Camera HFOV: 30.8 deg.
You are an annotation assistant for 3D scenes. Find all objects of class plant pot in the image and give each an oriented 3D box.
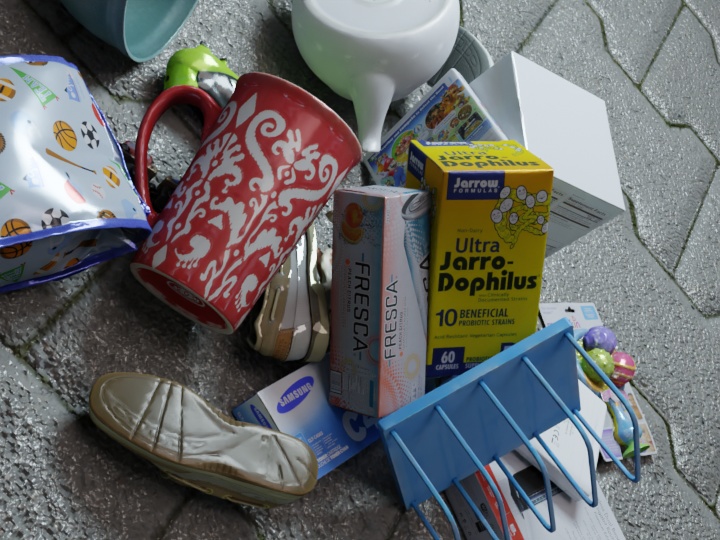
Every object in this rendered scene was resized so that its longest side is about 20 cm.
[{"bbox_3d":[-0.227,-0.315,1.224,0.134,0.201,0.200,26,41,7],"label":"plant pot"}]

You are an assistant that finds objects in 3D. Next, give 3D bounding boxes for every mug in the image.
[{"bbox_3d":[-0.121,-0.061,1.163,0.200,0.177,0.134,-59,147,-17],"label":"mug"}]

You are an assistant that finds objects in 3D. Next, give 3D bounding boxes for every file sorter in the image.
[{"bbox_3d":[0.139,0.167,1.182,0.200,0.139,0.123,-28,49,-10],"label":"file sorter"}]

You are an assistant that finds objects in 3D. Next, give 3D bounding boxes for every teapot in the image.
[{"bbox_3d":[0.015,-0.258,1.446,0.200,0.146,0.197,-35,60,-27],"label":"teapot"}]

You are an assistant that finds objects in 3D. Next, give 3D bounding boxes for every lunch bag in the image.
[{"bbox_3d":[-0.281,-0.076,1.043,0.200,0.124,0.170,-19,77,-41],"label":"lunch bag"}]

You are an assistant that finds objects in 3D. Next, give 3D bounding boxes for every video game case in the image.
[{"bbox_3d":[0.087,-0.107,1.359,0.018,0.143,0.200,32,21,-40],"label":"video game case"}]

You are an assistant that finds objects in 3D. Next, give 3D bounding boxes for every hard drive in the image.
[{"bbox_3d":[0.172,0.128,1.349,0.200,0.027,0.132,41,41,-17],"label":"hard drive"}]

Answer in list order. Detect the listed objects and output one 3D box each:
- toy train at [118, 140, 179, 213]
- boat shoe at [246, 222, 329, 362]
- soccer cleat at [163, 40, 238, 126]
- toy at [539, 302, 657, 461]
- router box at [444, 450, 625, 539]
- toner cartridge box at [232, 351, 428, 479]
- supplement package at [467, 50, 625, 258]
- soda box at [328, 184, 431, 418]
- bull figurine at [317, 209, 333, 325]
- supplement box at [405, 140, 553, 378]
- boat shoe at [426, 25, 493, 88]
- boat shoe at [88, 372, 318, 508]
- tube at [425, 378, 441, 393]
[{"bbox_3d":[-0.213,-0.095,1.192,0.200,0.034,0.046,34,34,-24],"label":"toy train"},{"bbox_3d":[-0.080,-0.003,1.225,0.068,0.075,0.200,4,45,-20],"label":"boat shoe"},{"bbox_3d":[-0.112,-0.152,1.314,0.200,0.067,0.081,27,65,-29],"label":"soccer cleat"},{"bbox_3d":[0.292,0.121,1.534,0.115,0.047,0.201,1,64,-46],"label":"toy"},{"bbox_3d":[0.169,0.225,1.340,0.179,0.049,0.201,-14,74,-48],"label":"router box"},{"bbox_3d":[-0.022,0.126,1.223,0.200,0.043,0.095,-27,84,-50],"label":"toner cartridge box"},{"bbox_3d":[0.156,-0.103,1.431,0.150,0.200,0.152,20,52,-34],"label":"supplement package"},{"bbox_3d":[0.017,0.026,1.170,0.068,0.063,0.201,-11,107,-47],"label":"soda box"},{"bbox_3d":[0.000,0.000,1.306,0.200,0.065,0.122,-4,65,-58],"label":"bull figurine"},{"bbox_3d":[0.103,-0.013,1.223,0.108,0.201,0.110,-2,20,-15],"label":"supplement box"},{"bbox_3d":[0.098,-0.242,1.509,0.065,0.075,0.202,28,4,-38],"label":"boat shoe"},{"bbox_3d":[-0.136,0.149,1.076,0.200,0.066,0.074,27,47,-13],"label":"boat shoe"},{"bbox_3d":[0.105,0.077,1.378,0.052,0.058,0.200,26,29,24],"label":"tube"}]
